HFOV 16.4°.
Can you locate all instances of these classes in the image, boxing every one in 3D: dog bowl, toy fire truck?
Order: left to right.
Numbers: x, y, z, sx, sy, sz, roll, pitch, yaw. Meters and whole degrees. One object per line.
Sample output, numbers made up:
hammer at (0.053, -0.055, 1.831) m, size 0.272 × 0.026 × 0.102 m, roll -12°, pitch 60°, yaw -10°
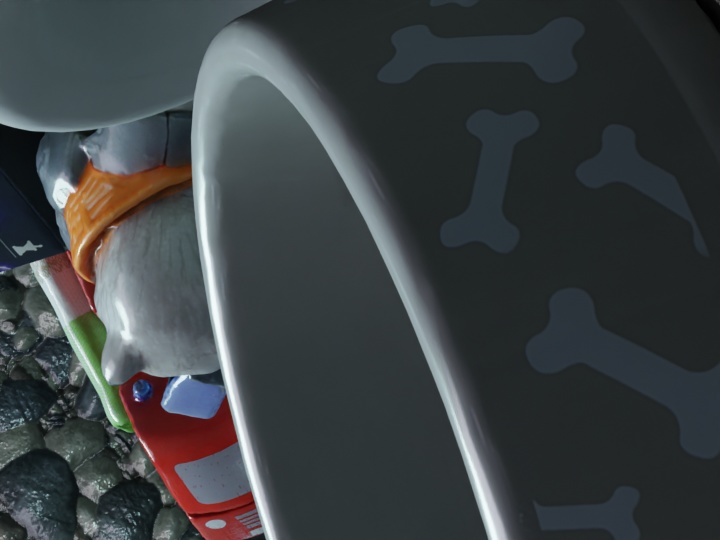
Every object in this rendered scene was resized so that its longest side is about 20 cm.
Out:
toy fire truck at (-0.079, -0.023, 0.795) m, size 0.200 × 0.049 × 0.141 m, roll 64°, pitch -178°, yaw 33°
dog bowl at (0.025, 0.035, 0.437) m, size 0.200 × 0.059 × 0.200 m, roll 164°, pitch 90°, yaw -76°

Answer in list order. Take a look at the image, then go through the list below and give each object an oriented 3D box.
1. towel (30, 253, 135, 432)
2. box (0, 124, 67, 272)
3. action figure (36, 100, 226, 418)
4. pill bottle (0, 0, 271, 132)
towel at (-0.115, -0.028, 0.924) m, size 0.200 × 0.031 × 0.149 m, roll 61°, pitch -170°, yaw 10°
box at (-0.183, -0.064, 0.663) m, size 0.200 × 0.141 × 0.079 m, roll 57°, pitch -163°, yaw -54°
action figure at (-0.060, -0.043, 0.673) m, size 0.200 × 0.104 × 0.194 m, roll 114°, pitch 152°, yaw -45°
pill bottle at (-0.083, -0.138, 0.553) m, size 0.200 × 0.112 × 0.112 m, roll 58°, pitch 176°, yaw 25°
